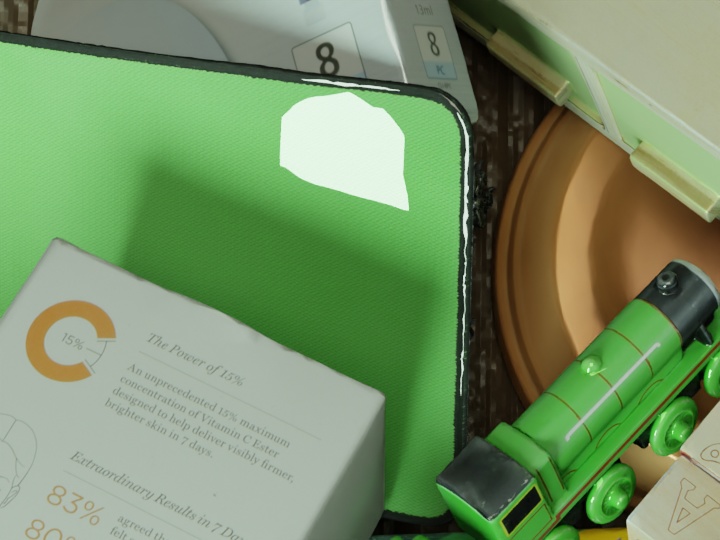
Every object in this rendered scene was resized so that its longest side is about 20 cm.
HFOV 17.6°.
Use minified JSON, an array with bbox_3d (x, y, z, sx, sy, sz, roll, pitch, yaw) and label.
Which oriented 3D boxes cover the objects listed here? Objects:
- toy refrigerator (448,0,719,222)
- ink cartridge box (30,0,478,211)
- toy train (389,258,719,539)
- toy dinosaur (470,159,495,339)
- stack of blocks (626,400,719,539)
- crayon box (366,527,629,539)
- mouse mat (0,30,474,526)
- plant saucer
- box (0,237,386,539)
[{"bbox_3d":[0.083,-0.093,0.808,0.200,0.076,0.070,39,83,28],"label":"toy refrigerator"},{"bbox_3d":[-0.057,-0.119,0.824,0.160,0.047,0.201,-22,81,34],"label":"ink cartridge box"},{"bbox_3d":[0.056,0.072,0.765,0.200,0.056,0.042,-46,49,-15],"label":"toy train"},{"bbox_3d":[0.000,0.000,0.842,0.088,0.047,0.201,-2,80,21],"label":"toy dinosaur"},{"bbox_3d":[0.194,0.051,0.758,0.115,0.059,0.200,37,76,24],"label":"stack of blocks"},{"bbox_3d":[0.091,0.153,0.784,0.199,0.052,0.126,-2,58,3],"label":"crayon box"},{"bbox_3d":[-0.056,0.002,0.800,0.199,0.008,0.162,10,115,20],"label":"mouse mat"},{"bbox_3d":[0.146,0.000,0.837,0.199,0.037,0.201,-1,79,4],"label":"plant saucer"},{"bbox_3d":[-0.090,0.112,0.731,0.124,0.098,0.200,25,65,14],"label":"box"}]
